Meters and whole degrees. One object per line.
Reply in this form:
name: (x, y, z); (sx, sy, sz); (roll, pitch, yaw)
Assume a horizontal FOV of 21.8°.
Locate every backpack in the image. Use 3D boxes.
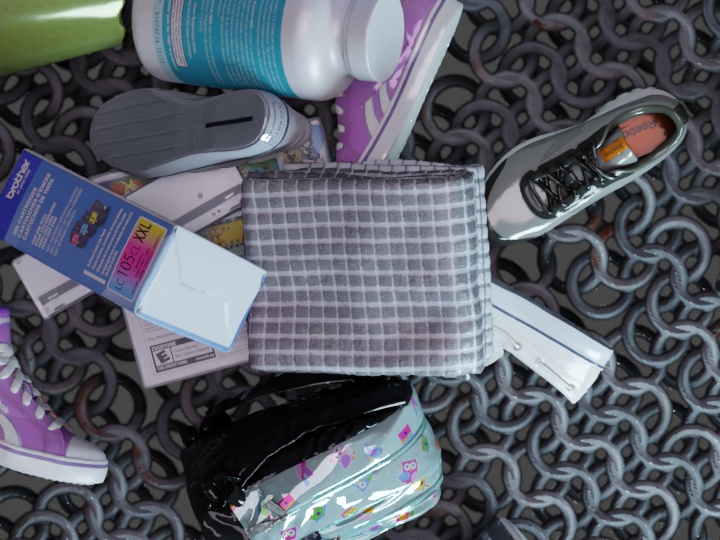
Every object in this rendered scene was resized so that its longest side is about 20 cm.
backpack: (-0.036, 0.159, 1.508); (0.200, 0.167, 0.127); (-23, 114, -4)

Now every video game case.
video game case: (-0.106, -0.014, 1.550); (0.200, 0.022, 0.183); (-15, 94, -1)

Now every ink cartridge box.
ink cartridge box: (-0.190, -0.021, 1.437); (0.200, 0.136, 0.076); (28, 89, 32)

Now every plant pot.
plant pot: (-0.285, -0.228, 1.464); (0.190, 0.200, 0.201); (-8, 94, -15)

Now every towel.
towel: (0.000, 0.000, 1.463); (0.200, 0.086, 0.166); (-1, 105, 16)

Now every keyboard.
keyboard: (-0.186, -0.032, 1.532); (0.200, 0.011, 0.056); (-30, 88, 0)

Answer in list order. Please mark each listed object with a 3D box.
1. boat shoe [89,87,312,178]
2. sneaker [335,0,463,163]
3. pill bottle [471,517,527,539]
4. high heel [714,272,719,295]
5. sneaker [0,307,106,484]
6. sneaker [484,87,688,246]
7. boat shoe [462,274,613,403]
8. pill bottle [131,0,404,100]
boat shoe: (-0.128, -0.104, 1.496); (0.200, 0.067, 0.074); (4, 82, 38)
sneaker: (-0.007, -0.147, 1.529); (0.114, 0.073, 0.201); (24, 86, 5)
pill bottle: (0.077, 0.305, 1.534); (0.200, 0.106, 0.106); (-42, 94, 0)
high heel: (0.397, 0.018, 1.511); (0.199, 0.143, 0.072); (-2, 93, -2)
sneaker: (-0.285, 0.094, 1.518); (0.200, 0.073, 0.114); (24, 89, -3)
sneaker: (0.179, -0.087, 1.530); (0.200, 0.079, 0.074); (-32, 96, 1)
boat shoe: (0.103, 0.051, 1.543); (0.202, 0.075, 0.086); (30, 95, -13)
pill bottle: (-0.070, -0.192, 1.462); (0.200, 0.111, 0.111); (10, 93, 25)
